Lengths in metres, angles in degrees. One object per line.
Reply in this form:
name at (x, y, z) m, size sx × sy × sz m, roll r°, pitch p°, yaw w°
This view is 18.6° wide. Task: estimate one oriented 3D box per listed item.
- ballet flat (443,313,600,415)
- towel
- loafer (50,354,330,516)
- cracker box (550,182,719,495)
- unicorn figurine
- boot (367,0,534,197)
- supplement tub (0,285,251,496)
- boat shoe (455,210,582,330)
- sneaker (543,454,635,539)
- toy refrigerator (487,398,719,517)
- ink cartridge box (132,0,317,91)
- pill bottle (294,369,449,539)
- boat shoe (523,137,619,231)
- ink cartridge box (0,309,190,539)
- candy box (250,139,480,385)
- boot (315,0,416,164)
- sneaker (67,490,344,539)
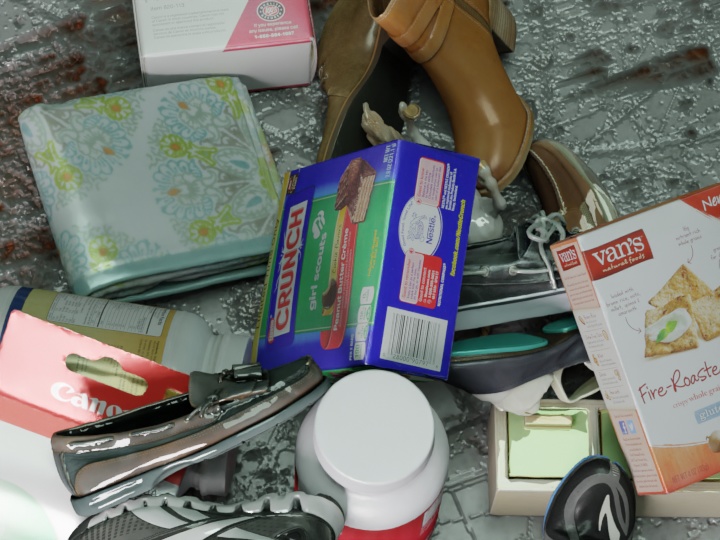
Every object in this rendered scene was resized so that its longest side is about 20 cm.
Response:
ballet flat at (0.138, 0.071, 1.650) m, size 0.199 × 0.073 × 0.073 m, roll -15°, pitch 67°, yaw -26°
towel at (-0.157, -0.065, 1.752) m, size 0.199 × 0.048 × 0.172 m, roll -11°, pitch 65°, yaw -24°
loafer at (-0.120, 0.102, 1.519) m, size 0.199 × 0.072 × 0.063 m, roll -27°, pitch 98°, yaw 0°
cracker box at (0.239, 0.050, 1.625) m, size 0.133 × 0.058 × 0.201 m, roll -20°, pitch 89°, yaw -19°
unicorn figurine at (0.074, -0.047, 1.744) m, size 0.074 × 0.138 × 0.201 m, roll -25°, pitch 55°, yaw -2°
boot at (0.066, -0.168, 1.769) m, size 0.073 × 0.155 × 0.201 m, roll -25°, pitch 52°, yaw 30°
supplement tub at (-0.188, 0.095, 1.650) m, size 0.199 × 0.145 × 0.145 m, roll 9°, pitch 66°, yaw 1°
boat shoe at (0.136, -0.009, 1.675) m, size 0.198 × 0.074 × 0.068 m, roll -11°, pitch 112°, yaw 6°
sneaker at (0.159, 0.236, 1.612) m, size 0.070 × 0.083 × 0.201 m, roll 20°, pitch 86°, yaw -8°
toy refrigerator at (0.200, 0.144, 1.685) m, size 0.199 × 0.070 × 0.076 m, roll 1°, pitch 67°, yaw -1°
ink cartridge box at (-0.121, -0.254, 1.837) m, size 0.146 × 0.083 × 0.201 m, roll -7°, pitch 67°, yaw -5°
pill bottle at (0.007, 0.147, 1.604) m, size 0.112 × 0.200 × 0.113 m, roll 1°, pitch 66°, yaw -1°
boat shoe at (0.174, -0.016, 1.753) m, size 0.072 × 0.076 × 0.201 m, roll -24°, pitch 68°, yaw -10°
ink cartridge box at (-0.208, 0.147, 1.571) m, size 0.160 × 0.201 × 0.050 m, roll 20°, pitch 26°, yaw -4°
candy box at (0.000, 0.000, 1.650) m, size 0.077 × 0.200 × 0.170 m, roll 14°, pitch 79°, yaw -25°
boot at (-0.005, -0.150, 1.819) m, size 0.075 × 0.074 × 0.201 m, roll 7°, pitch 67°, yaw 32°
sneaker at (-0.111, 0.203, 1.508) m, size 0.199 × 0.067 × 0.091 m, roll -5°, pitch 42°, yaw 6°
